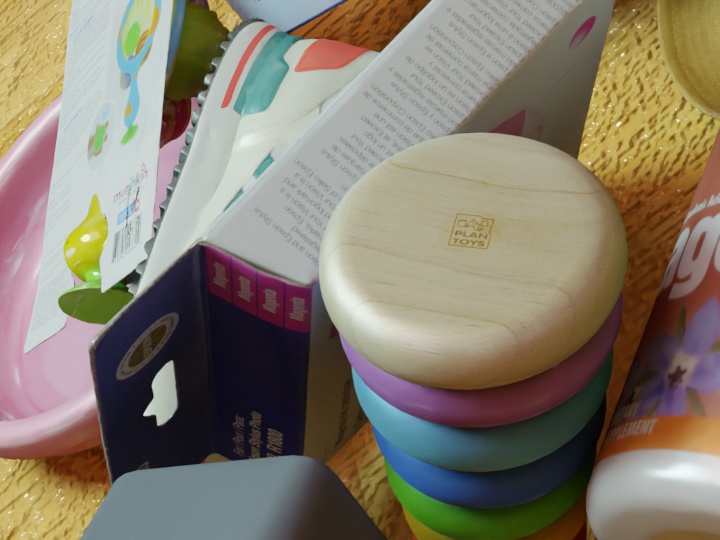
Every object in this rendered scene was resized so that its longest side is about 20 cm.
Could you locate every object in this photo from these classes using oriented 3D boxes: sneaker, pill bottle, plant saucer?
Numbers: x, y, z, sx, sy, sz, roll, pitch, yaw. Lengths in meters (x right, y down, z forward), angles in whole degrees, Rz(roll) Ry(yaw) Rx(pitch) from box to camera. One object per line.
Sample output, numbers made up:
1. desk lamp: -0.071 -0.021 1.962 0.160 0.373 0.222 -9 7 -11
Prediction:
1. sneaker: -0.025 0.002 0.981 0.093 0.070 0.201 10 66 15
2. pill bottle: 0.147 0.001 0.778 0.112 0.112 0.201 -2 58 48
3. plant saucer: -0.097 -0.005 1.118 0.200 0.051 0.201 -30 40 29

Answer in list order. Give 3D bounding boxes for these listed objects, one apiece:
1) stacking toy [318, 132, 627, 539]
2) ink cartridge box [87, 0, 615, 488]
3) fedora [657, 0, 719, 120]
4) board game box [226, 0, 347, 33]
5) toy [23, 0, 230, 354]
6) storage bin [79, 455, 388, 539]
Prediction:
1. stacking toy: 0.042 0.055 0.798 0.085 0.201 0.086 -5 48 5
2. ink cartridge box: 0.000 0.000 0.864 0.043 0.197 0.200 39 73 13
3. fedora: 0.160 -0.146 0.918 0.200 0.082 0.201 -29 41 28
4. board game box: 0.058 -0.189 1.034 0.199 0.041 0.200 -23 23 45
5. toy: -0.083 -0.071 1.065 0.115 0.047 0.201 -34 42 54
6. storage bin: -0.032 0.156 0.784 0.145 0.200 0.135 -8 42 36
